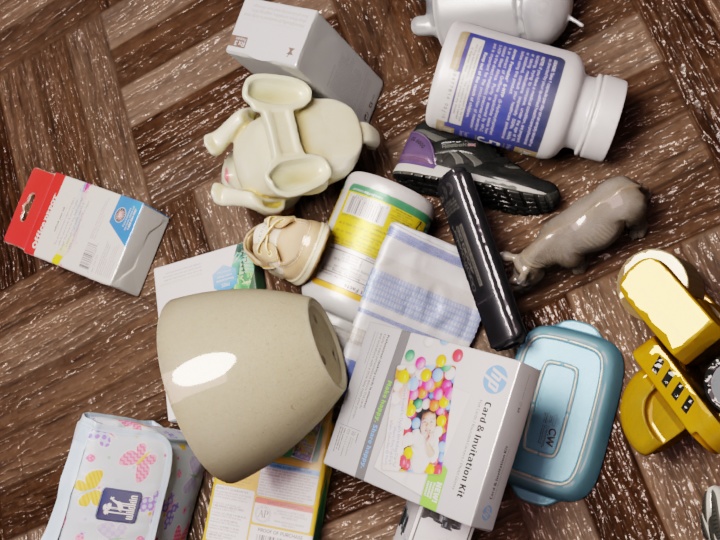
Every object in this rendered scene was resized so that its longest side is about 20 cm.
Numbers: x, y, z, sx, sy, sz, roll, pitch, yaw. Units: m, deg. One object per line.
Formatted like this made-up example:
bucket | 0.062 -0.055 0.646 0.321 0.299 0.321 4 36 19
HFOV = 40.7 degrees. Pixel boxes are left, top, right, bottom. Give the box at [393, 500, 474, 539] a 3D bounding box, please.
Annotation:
box | 0.090 0.227 1.003 0.060 0.117 0.202 20 86 -1

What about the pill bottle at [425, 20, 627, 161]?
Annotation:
pill bottle | 0.180 -0.189 1.057 0.198 0.120 0.121 17 83 7

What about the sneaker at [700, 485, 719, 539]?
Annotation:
sneaker | 0.390 0.289 0.905 0.083 0.081 0.201 -28 74 -4

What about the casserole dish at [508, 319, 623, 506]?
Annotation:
casserole dish | 0.204 0.148 1.025 0.120 0.039 0.202 14 84 25

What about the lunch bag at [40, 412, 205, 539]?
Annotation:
lunch bag | -0.271 0.258 1.106 0.126 0.200 0.171 12 81 25

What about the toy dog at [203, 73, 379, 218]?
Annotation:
toy dog | -0.094 -0.137 1.144 0.200 0.193 0.141 -28 84 58

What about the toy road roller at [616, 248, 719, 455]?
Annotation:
toy road roller | 0.306 0.092 0.954 0.146 0.123 0.201 -42 65 20

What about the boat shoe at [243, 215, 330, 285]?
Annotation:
boat shoe | -0.092 -0.028 1.109 0.069 0.200 0.074 26 77 -16

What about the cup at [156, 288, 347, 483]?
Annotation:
cup | -0.097 0.099 0.997 0.142 0.200 0.202 -21 70 11

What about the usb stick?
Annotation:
usb stick | 0.128 -0.011 1.035 0.032 0.055 0.202 -13 78 -22

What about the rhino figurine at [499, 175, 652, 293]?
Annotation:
rhino figurine | 0.223 -0.032 1.033 0.199 0.087 0.060 -34 65 13

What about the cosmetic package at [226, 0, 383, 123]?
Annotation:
cosmetic package | -0.060 -0.240 1.141 0.101 0.200 0.075 18 84 25

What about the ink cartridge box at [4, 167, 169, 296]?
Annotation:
ink cartridge box | -0.368 -0.054 1.297 0.199 0.067 0.117 19 84 25

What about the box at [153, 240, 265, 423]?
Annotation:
box | -0.181 0.077 1.204 0.143 0.036 0.202 -16 73 19

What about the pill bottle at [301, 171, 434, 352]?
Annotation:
pill bottle | 0.000 0.000 1.105 0.112 0.113 0.201 20 85 25

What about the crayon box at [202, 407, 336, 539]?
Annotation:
crayon box | -0.098 0.231 1.109 0.125 0.052 0.202 8 81 10

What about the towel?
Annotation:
towel | 0.063 0.061 1.063 0.024 0.146 0.202 12 81 69

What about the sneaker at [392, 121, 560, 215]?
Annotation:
sneaker | 0.137 -0.126 1.104 0.199 0.076 0.088 16 77 25

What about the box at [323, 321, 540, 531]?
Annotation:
box | 0.065 0.146 0.949 0.199 0.041 0.157 13 81 44

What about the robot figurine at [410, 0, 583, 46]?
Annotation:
robot figurine | 0.158 -0.310 1.116 0.198 0.113 0.171 2 105 23
